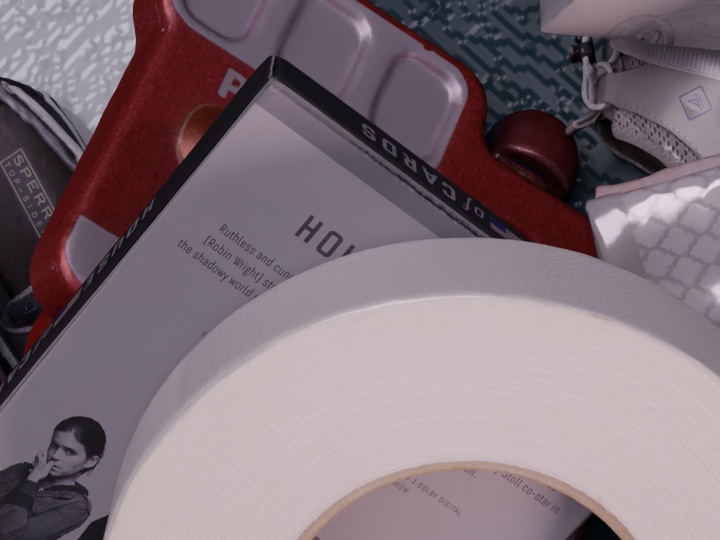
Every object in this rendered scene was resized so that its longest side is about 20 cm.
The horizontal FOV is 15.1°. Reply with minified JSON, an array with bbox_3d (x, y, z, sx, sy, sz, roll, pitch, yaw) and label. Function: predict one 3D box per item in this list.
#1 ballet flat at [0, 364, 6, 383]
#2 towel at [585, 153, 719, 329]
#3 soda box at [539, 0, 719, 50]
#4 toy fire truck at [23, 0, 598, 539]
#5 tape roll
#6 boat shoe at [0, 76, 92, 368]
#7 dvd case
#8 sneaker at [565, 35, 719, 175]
[{"bbox_3d":[-0.206,0.080,0.885,0.199,0.071,0.069,-26,78,-25],"label":"ballet flat"},{"bbox_3d":[0.178,0.048,0.804,0.190,0.032,0.202,-14,91,12],"label":"towel"},{"bbox_3d":[0.153,-0.102,0.808,0.198,0.063,0.069,4,73,-20],"label":"soda box"},{"bbox_3d":[0.000,0.000,0.842,0.199,0.112,0.169,30,65,-14],"label":"toy fire truck"},{"bbox_3d":[0.028,0.090,0.727,0.201,0.037,0.204,0,115,1],"label":"tape roll"},{"bbox_3d":[-0.087,0.016,0.899,0.071,0.068,0.201,-31,70,7],"label":"boat shoe"},{"bbox_3d":[-0.026,0.058,0.749,0.150,0.025,0.200,35,112,-15],"label":"dvd case"},{"bbox_3d":[0.095,-0.076,0.865,0.082,0.075,0.201,-27,71,6],"label":"sneaker"}]
